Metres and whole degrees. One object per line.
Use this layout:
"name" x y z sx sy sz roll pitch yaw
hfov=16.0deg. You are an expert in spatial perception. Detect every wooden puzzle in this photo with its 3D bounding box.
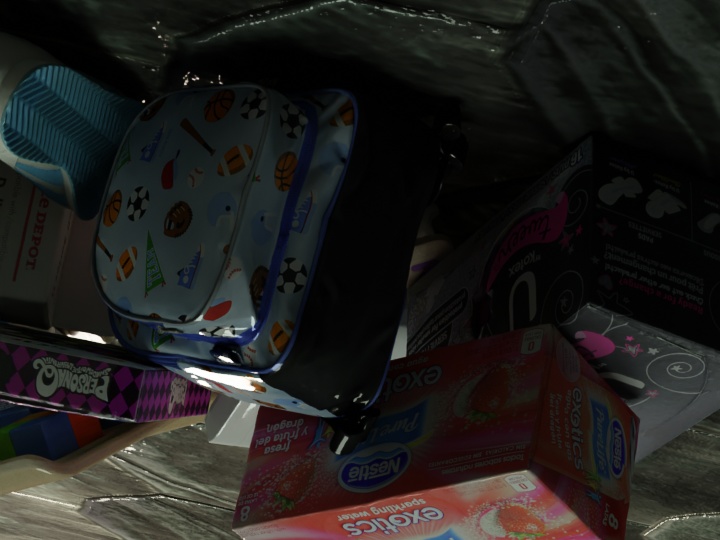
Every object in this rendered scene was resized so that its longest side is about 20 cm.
"wooden puzzle" -0.210 0.109 1.642 0.185 0.047 0.200 -17 -179 34

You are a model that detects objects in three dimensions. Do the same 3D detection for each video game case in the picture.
"video game case" -0.192 0.055 1.500 0.180 0.036 0.200 11 180 9

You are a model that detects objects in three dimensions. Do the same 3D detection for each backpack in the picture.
"backpack" -0.062 -0.015 1.414 0.154 0.201 0.190 28 164 -30

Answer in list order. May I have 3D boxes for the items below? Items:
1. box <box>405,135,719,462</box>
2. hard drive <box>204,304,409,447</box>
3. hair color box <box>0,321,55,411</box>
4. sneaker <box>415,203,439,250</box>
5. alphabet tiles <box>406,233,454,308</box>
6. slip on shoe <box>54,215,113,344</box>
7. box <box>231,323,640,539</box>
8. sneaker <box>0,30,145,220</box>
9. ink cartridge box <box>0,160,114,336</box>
"box" 0.125 0.034 1.462 0.132 0.115 0.200 19 145 -24
"hard drive" 0.020 0.072 1.592 0.199 0.027 0.132 10 135 -28
"hair color box" -0.255 0.023 1.705 0.060 0.100 0.200 -17 147 2
"sneaker" 0.000 0.000 1.600 0.087 0.075 0.200 8 164 -4
"alphabet tiles" 0.013 0.049 1.595 0.199 0.015 0.196 -17 142 1
"slip on shoe" -0.188 -0.015 1.695 0.076 0.061 0.200 22 159 18
"box" 0.042 0.112 1.409 0.199 0.095 0.103 -14 138 33
"sneaker" -0.182 -0.089 1.451 0.081 0.077 0.200 30 173 20
"ink cartridge box" -0.234 -0.036 1.556 0.199 0.118 0.067 11 164 -2
